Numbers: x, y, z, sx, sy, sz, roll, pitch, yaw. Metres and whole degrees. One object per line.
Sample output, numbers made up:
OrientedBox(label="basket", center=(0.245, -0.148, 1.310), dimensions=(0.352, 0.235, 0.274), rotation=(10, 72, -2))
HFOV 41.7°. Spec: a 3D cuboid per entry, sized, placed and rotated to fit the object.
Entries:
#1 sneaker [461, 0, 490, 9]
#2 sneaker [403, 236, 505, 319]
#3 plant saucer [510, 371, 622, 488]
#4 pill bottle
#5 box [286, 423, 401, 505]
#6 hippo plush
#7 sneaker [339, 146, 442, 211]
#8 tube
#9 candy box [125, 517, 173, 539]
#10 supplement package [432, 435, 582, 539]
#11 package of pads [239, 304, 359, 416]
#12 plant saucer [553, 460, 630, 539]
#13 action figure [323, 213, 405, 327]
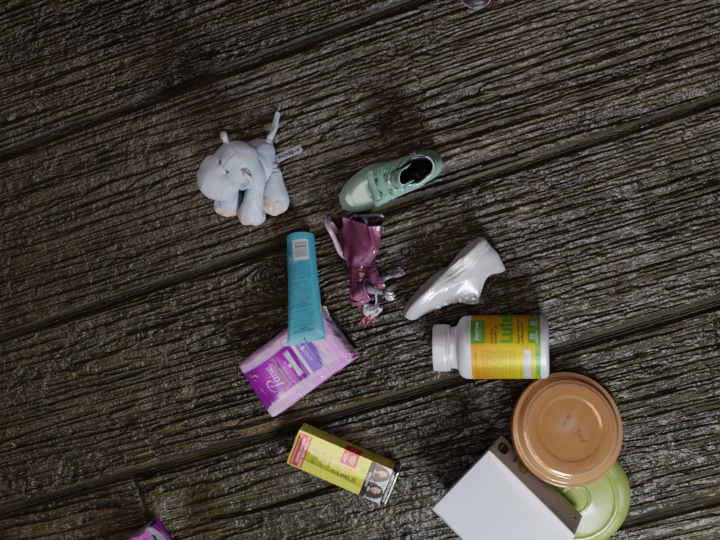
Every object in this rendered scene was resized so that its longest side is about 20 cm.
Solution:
OrientedBox(label="sneaker", center=(0.185, -0.550, 1.610), dimensions=(0.079, 0.095, 0.201), rotation=(-8, 95, 8))
OrientedBox(label="sneaker", center=(0.169, 0.035, 1.680), dimensions=(0.200, 0.075, 0.089), rotation=(-40, 100, 9))
OrientedBox(label="plant saucer", center=(0.363, 0.277, 1.649), dimensions=(0.199, 0.032, 0.201), rotation=(1, 79, -6))
OrientedBox(label="pill bottle", center=(0.228, 0.134, 1.654), dimensions=(0.199, 0.111, 0.112), rotation=(-1, 95, 9))
OrientedBox(label="box", center=(-0.030, 0.357, 1.746), dimensions=(0.199, 0.050, 0.076), rotation=(23, 99, 7))
OrientedBox(label="hippo plush", center=(-0.199, -0.165, 1.671), dimensions=(0.200, 0.161, 0.160), rotation=(-35, 89, 10))
OrientedBox(label="sneaker", center=(0.045, -0.160, 1.655), dimensions=(0.200, 0.118, 0.074), rotation=(-24, 93, 12))
OrientedBox(label="tube", center=(-0.102, 0.031, 1.693), dimensions=(0.077, 0.050, 0.201), rotation=(-15, 69, 31))
OrientedBox(label="candy box", center=(-0.439, 0.595, 1.828), dimensions=(0.200, 0.061, 0.137), rotation=(-37, 89, 11))
OrientedBox(label="supplement package", center=(0.258, 0.423, 1.653), dimensions=(0.200, 0.111, 0.156), rotation=(44, 108, 11))
OrientedBox(label="package of pads", center=(-0.113, 0.163, 1.730), dimensions=(0.200, 0.076, 0.121), rotation=(-36, 85, 10))
OrientedBox(label="plant saucer", center=(0.384, 0.406, 1.695), dimensions=(0.199, 0.031, 0.201), rotation=(1, 95, 8))
OrientedBox(label="action figure", center=(0.000, 0.000, 1.669), dimensions=(0.148, 0.134, 0.201), rotation=(2, 93, 10))
